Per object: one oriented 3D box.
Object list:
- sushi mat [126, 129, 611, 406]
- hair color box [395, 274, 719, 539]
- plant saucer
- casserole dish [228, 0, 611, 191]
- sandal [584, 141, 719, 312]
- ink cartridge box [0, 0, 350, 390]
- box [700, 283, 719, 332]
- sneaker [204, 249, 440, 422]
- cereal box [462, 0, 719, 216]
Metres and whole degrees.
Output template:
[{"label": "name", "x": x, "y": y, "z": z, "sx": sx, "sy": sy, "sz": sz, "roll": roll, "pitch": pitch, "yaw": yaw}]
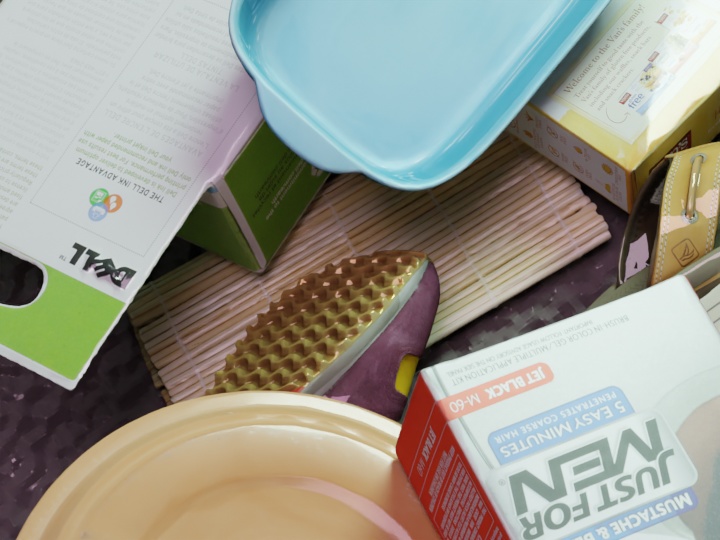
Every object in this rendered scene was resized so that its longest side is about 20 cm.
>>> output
[{"label": "sushi mat", "x": 0.000, "y": 0.000, "z": 1.049, "sx": 0.199, "sy": 0.012, "sz": 0.096, "roll": -30, "pitch": 62, "yaw": -3}, {"label": "hair color box", "x": 0.106, "y": 0.111, "z": 0.845, "sx": 0.110, "sy": 0.064, "sz": 0.201, "roll": -19, "pitch": 64, "yaw": -20}, {"label": "plant saucer", "x": -0.029, "y": 0.129, "z": 0.867, "sx": 0.198, "sy": 0.032, "sz": 0.202, "roll": 5, "pitch": 58, "yaw": -7}, {"label": "casserole dish", "x": 0.030, "y": -0.119, "z": 1.007, "sx": 0.121, "sy": 0.039, "sz": 0.200, "roll": 40, "pitch": 74, "yaw": -2}, {"label": "sandal", "x": 0.124, "y": -0.013, "z": 0.985, "sx": 0.200, "sy": 0.080, "sz": 0.054, "roll": -38, "pitch": 93, "yaw": -3}, {"label": "ink cartridge box", "x": -0.108, "y": -0.042, "z": 1.051, "sx": 0.147, "sy": 0.076, "sz": 0.201, "roll": 24, "pitch": 70, "yaw": 27}, {"label": "box", "x": 0.211, "y": 0.080, "z": 0.923, "sx": 0.095, "sy": 0.078, "sz": 0.200, "roll": -32, "pitch": 61, "yaw": -5}, {"label": "sneaker", "x": -0.019, "y": 0.081, "z": 0.981, "sx": 0.075, "sy": 0.090, "sz": 0.200, "roll": -1, "pitch": 43, "yaw": 48}, {"label": "cereal box", "x": 0.087, "y": -0.129, "z": 1.072, "sx": 0.200, "sy": 0.040, "sz": 0.144, "roll": 37, "pitch": 69, "yaw": 27}]
